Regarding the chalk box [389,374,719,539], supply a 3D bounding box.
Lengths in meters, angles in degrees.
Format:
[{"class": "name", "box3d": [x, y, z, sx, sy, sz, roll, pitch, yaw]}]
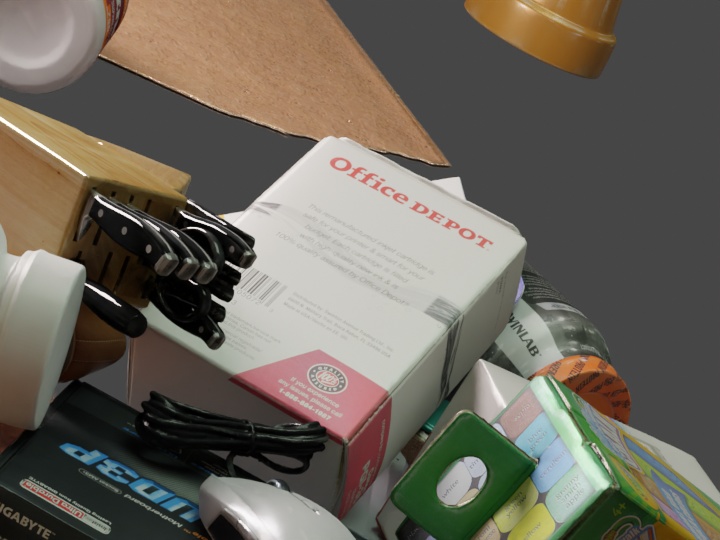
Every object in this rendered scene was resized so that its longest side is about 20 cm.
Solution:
[{"class": "chalk box", "box3d": [0.107, 0.149, 1.135, 0.200, 0.125, 0.124, 36, 13, -26]}]

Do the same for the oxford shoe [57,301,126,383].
[{"class": "oxford shoe", "box3d": [-0.204, 0.013, 1.184, 0.200, 0.072, 0.071, 29, 16, 37]}]

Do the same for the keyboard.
[{"class": "keyboard", "box3d": [-0.003, 0.132, 1.288, 0.056, 0.011, 0.200, 22, 17, -3]}]

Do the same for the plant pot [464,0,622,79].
[{"class": "plant pot", "box3d": [0.262, -0.375, 2.844, 0.200, 0.184, 0.200, 26, 18, -9]}]

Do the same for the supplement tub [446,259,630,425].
[{"class": "supplement tub", "box3d": [0.081, 0.051, 1.451, 0.122, 0.123, 0.200, 13, 22, -41]}]

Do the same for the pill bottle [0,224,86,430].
[{"class": "pill bottle", "box3d": [-0.237, 0.008, 1.050, 0.199, 0.113, 0.112, 18, 18, -2]}]

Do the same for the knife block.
[{"class": "knife block", "box3d": [-0.150, -0.027, 1.137, 0.199, 0.064, 0.176, 23, 9, -1]}]

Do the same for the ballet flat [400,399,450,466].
[{"class": "ballet flat", "box3d": [0.088, 0.135, 1.314, 0.199, 0.067, 0.068, 24, 20, -8]}]

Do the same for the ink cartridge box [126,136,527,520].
[{"class": "ink cartridge box", "box3d": [-0.017, 0.031, 1.261, 0.146, 0.083, 0.200, 29, 47, 18]}]

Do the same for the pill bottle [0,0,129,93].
[{"class": "pill bottle", "box3d": [-0.240, -0.213, 1.724, 0.113, 0.113, 0.200, 26, 18, -6]}]

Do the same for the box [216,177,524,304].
[{"class": "box", "box3d": [0.000, 0.000, 1.397, 0.199, 0.042, 0.119, -11, 39, -2]}]

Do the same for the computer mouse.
[{"class": "computer mouse", "box3d": [-0.036, 0.118, 1.054, 0.109, 0.044, 0.200, 19, 20, -31]}]

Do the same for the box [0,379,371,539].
[{"class": "box", "box3d": [-0.083, 0.139, 1.075, 0.199, 0.046, 0.159, 29, 17, 2]}]

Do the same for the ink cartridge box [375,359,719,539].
[{"class": "ink cartridge box", "box3d": [0.125, 0.146, 1.249, 0.199, 0.117, 0.068, 26, 17, -25]}]
